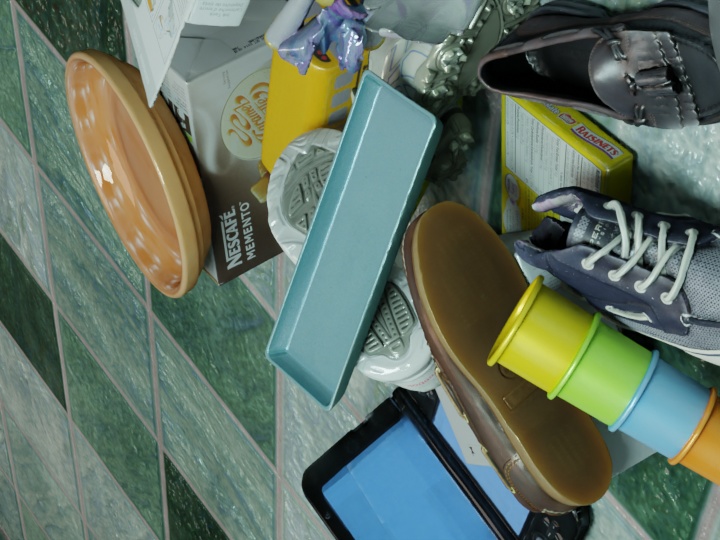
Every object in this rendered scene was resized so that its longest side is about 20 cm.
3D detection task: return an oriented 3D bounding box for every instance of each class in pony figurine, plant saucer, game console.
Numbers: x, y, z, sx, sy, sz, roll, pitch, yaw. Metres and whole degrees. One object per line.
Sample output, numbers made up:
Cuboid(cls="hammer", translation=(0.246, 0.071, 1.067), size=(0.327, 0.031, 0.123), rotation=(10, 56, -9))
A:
Cuboid(cls="pony figurine", translation=(0.003, -0.195, 1.104), size=(0.166, 0.194, 0.200), rotation=(32, 150, 2))
Cuboid(cls="plant saucer", translation=(-0.003, -0.017, 1.189), size=(0.070, 0.019, 0.201), rotation=(38, 117, 39))
Cuboid(cls="plant saucer", translation=(-0.165, -0.077, 1.488), size=(0.200, 0.037, 0.201), rotation=(53, 157, 33))
Cuboid(cls="game console", translation=(0.058, 0.170, 1.472), size=(0.200, 0.116, 0.176), rotation=(52, 155, 22))

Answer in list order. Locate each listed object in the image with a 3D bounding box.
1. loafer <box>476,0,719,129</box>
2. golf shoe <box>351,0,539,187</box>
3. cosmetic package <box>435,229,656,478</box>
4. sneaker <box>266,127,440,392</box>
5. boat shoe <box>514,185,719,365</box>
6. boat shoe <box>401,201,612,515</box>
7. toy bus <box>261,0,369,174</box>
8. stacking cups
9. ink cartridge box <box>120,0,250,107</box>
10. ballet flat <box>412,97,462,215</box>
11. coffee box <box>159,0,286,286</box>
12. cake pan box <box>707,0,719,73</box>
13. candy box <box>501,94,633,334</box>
Cuboid(cls="loafer", translation=(0.138, -0.106, 1.065), size=(0.200, 0.063, 0.072), rotation=(19, 132, 59))
Cuboid(cls="golf shoe", translation=(0.039, -0.136, 1.201), size=(0.097, 0.078, 0.200), rotation=(56, 142, 23))
Cuboid(cls="cosmetic package", translation=(0.102, 0.053, 1.267), size=(0.200, 0.051, 0.152), rotation=(-5, 107, 67))
Cuboid(cls="sneaker", translation=(0.000, 0.000, 1.280), size=(0.201, 0.078, 0.099), rotation=(68, -173, 28))
Cuboid(cls="boat shoe", translation=(0.162, 0.000, 1.070), size=(0.092, 0.075, 0.200), rotation=(28, 169, -25))
Cuboid(cls="boat shoe", translation=(0.076, 0.057, 1.170), size=(0.201, 0.070, 0.070), rotation=(64, 153, -1))
Cuboid(cls="toy bus", translation=(-0.022, -0.111, 1.381), size=(0.065, 0.078, 0.200), rotation=(52, 155, 23))
Cuboid(cls="stacking cups", translation=(0.169, 0.082, 1.111), size=(0.199, 0.061, 0.061), rotation=(33, 154, 0))
Cuboid(cls="ink cartridge box", translation=(-0.118, -0.236, 1.289), size=(0.174, 0.043, 0.201), rotation=(118, 143, -48))
Cuboid(cls="ballet flat", translation=(0.021, -0.068, 1.336), size=(0.067, 0.067, 0.201), rotation=(34, 119, 15))
Cuboid(cls="coffee box", translation=(-0.094, -0.104, 1.496), size=(0.080, 0.114, 0.201), rotation=(43, 150, 39))
Cuboid(cls="cake pan box", translation=(0.239, -0.098, 0.879), size=(0.200, 0.052, 0.185), rotation=(23, 134, 56))
Cuboid(cls="candy box", translation=(0.128, -0.019, 1.231), size=(0.102, 0.026, 0.201), rotation=(42, 150, 36))
